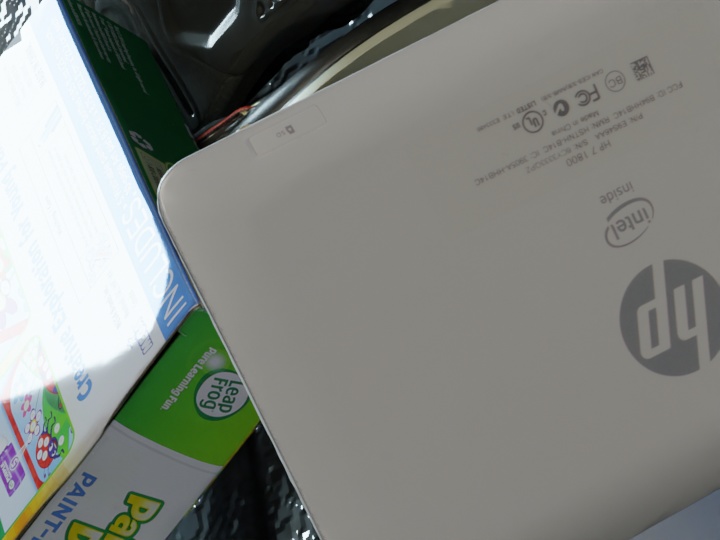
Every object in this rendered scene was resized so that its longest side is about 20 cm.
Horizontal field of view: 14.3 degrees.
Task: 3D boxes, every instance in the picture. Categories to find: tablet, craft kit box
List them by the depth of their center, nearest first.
[{"bbox_3d":[0.064,-0.007,0.688,0.200,0.130,0.014,-27,6,-14],"label":"tablet"},{"bbox_3d":[-0.114,0.041,0.868,0.198,0.049,0.200,-49,33,15],"label":"craft kit box"}]

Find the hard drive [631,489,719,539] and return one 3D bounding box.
[{"bbox_3d":[0.162,0.059,0.753,0.200,0.026,0.132,3,74,40],"label":"hard drive"}]

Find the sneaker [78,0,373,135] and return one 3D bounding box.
[{"bbox_3d":[-0.020,-0.103,0.943,0.076,0.114,0.199,60,147,5],"label":"sneaker"}]

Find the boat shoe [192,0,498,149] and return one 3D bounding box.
[{"bbox_3d":[-0.023,-0.030,0.907,0.201,0.074,0.063,-43,40,14],"label":"boat shoe"}]

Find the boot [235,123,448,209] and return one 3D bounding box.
[{"bbox_3d":[0.001,0.000,0.797,0.071,0.201,0.144,-35,54,-9],"label":"boot"}]
